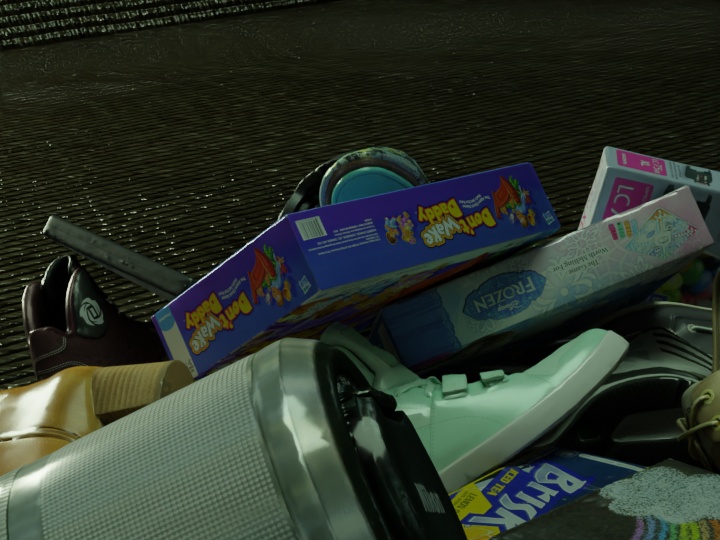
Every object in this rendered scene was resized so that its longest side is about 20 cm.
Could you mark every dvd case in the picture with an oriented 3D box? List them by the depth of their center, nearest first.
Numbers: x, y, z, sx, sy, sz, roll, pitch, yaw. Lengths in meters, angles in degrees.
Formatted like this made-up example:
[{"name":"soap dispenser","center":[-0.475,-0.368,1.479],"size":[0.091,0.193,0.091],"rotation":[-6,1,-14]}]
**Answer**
[{"name":"dvd case","center":[-0.108,0.022,1.202],"size":[0.143,0.018,0.200],"rotation":[23,-6,37]}]

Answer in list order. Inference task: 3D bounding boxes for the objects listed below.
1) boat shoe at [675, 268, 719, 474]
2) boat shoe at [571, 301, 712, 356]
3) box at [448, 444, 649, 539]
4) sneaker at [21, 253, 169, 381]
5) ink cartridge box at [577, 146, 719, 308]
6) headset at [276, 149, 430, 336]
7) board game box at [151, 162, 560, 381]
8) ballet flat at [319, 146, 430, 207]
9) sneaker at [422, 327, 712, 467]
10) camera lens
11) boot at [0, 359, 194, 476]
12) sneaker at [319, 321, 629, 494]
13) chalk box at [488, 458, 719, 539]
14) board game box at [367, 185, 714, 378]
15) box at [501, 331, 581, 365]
[{"name":"boat shoe","center":[0.205,0.079,0.942],"size":[0.066,0.074,0.200],"rotation":[17,49,4]},{"name":"boat shoe","center":[0.228,0.060,1.139],"size":[0.200,0.073,0.063],"rotation":[-4,12,-20]},{"name":"box","center":[0.062,0.149,0.858],"size":[0.070,0.064,0.200],"rotation":[10,21,41]},{"name":"sneaker","center":[-0.167,0.035,1.193],"size":[0.076,0.116,0.200],"rotation":[-20,10,19]},{"name":"ink cartridge box","center":[0.252,-0.008,1.227],"size":[0.200,0.119,0.042],"rotation":[12,29,-5]},{"name":"headset","center":[-0.011,-0.008,1.285],"size":[0.200,0.124,0.094],"rotation":[-41,-4,33]},{"name":"board game box","center":[0.000,0.000,0.990],"size":[0.200,0.045,0.134],"rotation":[-15,-14,-44]},{"name":"ballet flat","center":[0.023,-0.038,1.130],"size":[0.074,0.074,0.200],"rotation":[4,-27,25]},{"name":"sneaker","center":[0.130,0.083,1.067],"size":[0.200,0.076,0.115],"rotation":[-2,12,21]},{"name":"camera lens","center":[-0.062,0.130,0.672],"size":[0.200,0.160,0.160],"rotation":[-26,14,7]},{"name":"boot","center":[-0.166,0.135,0.907],"size":[0.144,0.071,0.201],"rotation":[-15,42,25]},{"name":"sneaker","center":[0.041,0.060,0.949],"size":[0.200,0.118,0.074],"rotation":[-32,-11,-6]},{"name":"chalk box","center":[0.161,0.168,0.666],"size":[0.125,0.124,0.200],"rotation":[-15,21,-40]},{"name":"board game box","center":[0.102,0.024,1.097],"size":[0.199,0.043,0.200],"rotation":[-23,-9,-8]},{"name":"box","center":[0.095,0.041,1.300],"size":[0.143,0.036,0.200],"rotation":[-7,15,-11]}]
